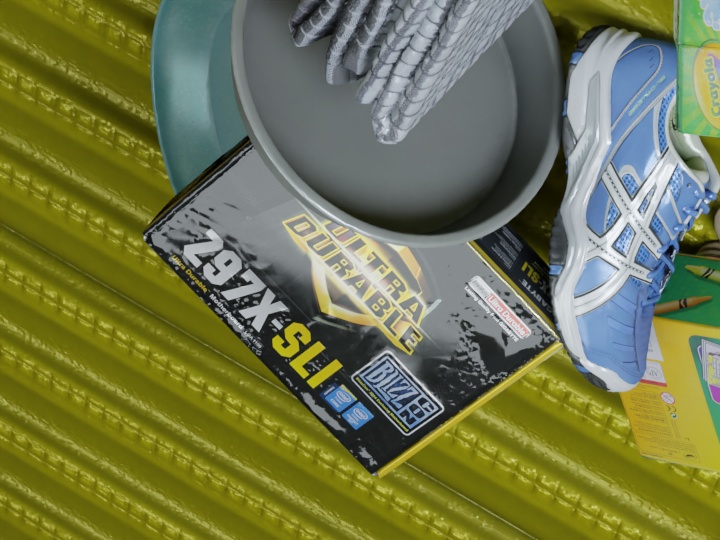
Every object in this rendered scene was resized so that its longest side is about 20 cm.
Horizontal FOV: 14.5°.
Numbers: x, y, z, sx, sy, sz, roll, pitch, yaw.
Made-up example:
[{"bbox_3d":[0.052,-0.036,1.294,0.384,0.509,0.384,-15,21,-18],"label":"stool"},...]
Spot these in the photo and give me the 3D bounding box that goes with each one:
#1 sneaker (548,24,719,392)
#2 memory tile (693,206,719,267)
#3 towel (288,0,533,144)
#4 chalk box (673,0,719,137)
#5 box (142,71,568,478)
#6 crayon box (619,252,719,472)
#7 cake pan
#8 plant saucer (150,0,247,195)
[{"bbox_3d":[0.150,-0.029,1.525,0.077,0.076,0.200,7,105,24],"label":"sneaker"},{"bbox_3d":[0.281,0.020,1.561,0.200,0.017,0.153,33,144,8],"label":"memory tile"},{"bbox_3d":[0.055,-0.182,1.416,0.086,0.166,0.200,38,144,7],"label":"towel"},{"bbox_3d":[0.224,-0.124,1.329,0.200,0.124,0.124,8,104,36],"label":"chalk box"},{"bbox_3d":[0.000,0.000,1.583,0.200,0.049,0.160,47,126,-9],"label":"box"},{"bbox_3d":[0.238,0.061,1.581,0.200,0.058,0.119,10,135,36],"label":"crayon box"},{"bbox_3d":[0.016,-0.105,1.506,0.200,0.200,0.037,45,150,-9],"label":"cake pan"},{"bbox_3d":[-0.064,-0.084,1.681,0.200,0.036,0.200,36,134,49],"label":"plant saucer"}]
